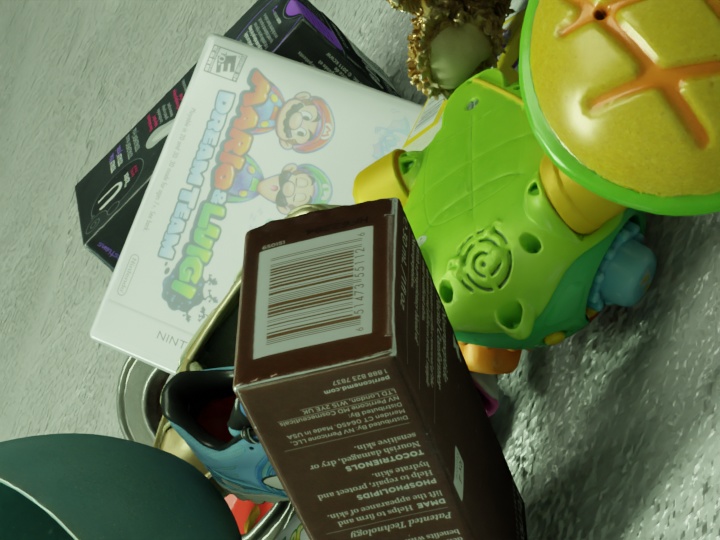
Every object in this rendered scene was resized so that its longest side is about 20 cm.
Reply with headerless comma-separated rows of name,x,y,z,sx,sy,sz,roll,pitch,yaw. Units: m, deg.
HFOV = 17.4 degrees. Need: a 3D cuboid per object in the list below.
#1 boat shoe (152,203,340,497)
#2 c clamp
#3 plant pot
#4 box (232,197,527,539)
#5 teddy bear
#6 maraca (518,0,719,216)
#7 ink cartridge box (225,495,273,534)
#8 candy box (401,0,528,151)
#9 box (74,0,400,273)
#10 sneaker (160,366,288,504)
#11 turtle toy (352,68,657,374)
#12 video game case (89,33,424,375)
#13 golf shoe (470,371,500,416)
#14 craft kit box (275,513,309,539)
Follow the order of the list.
boat shoe,-0.065,0.048,1.325,0.201,0.073,0.063,-53,-23,13
c clamp,-0.082,0.079,1.415,0.171,0.027,0.200,-42,63,29
plant pot,-0.140,0.168,1.268,0.135,0.200,0.200,-31,-14,-45
box,0.013,0.078,1.008,0.075,0.200,0.100,-12,41,12
teddy bear,0.044,-0.170,1.176,0.067,0.145,0.200,-9,52,25
maraca,0.144,-0.113,0.976,0.107,0.137,0.200,83,-151,-69
ink cartridge box,-0.077,0.081,1.508,0.161,0.050,0.200,-65,16,8
candy box,0.085,-0.137,1.266,0.102,0.026,0.200,-26,33,61
box,-0.076,-0.072,1.501,0.200,0.106,0.122,-44,21,8
sneaker,-0.026,0.086,1.203,0.200,0.090,0.078,0,64,40
turtle toy,0.077,-0.031,1.096,0.146,0.101,0.200,-30,32,25
video game case,-0.049,-0.021,1.380,0.024,0.182,0.200,24,-92,-64
golf shoe,0.042,0.030,1.158,0.200,0.092,0.075,-44,-14,-43
craft kit box,-0.056,0.252,1.246,0.200,0.049,0.198,-54,19,36
